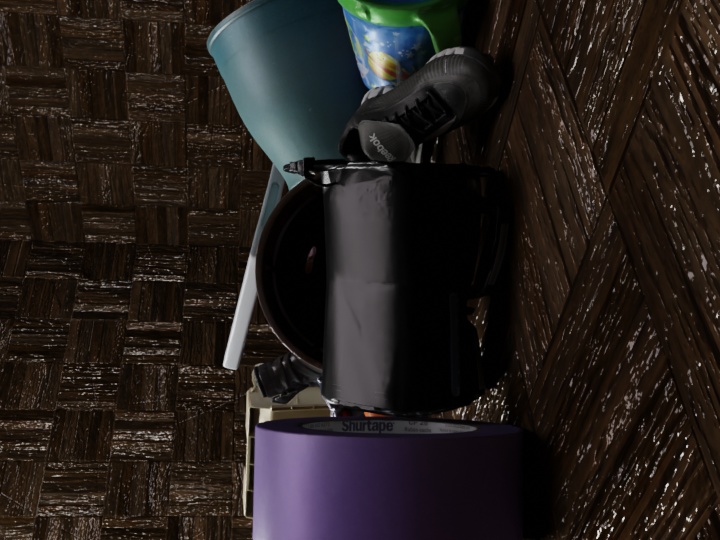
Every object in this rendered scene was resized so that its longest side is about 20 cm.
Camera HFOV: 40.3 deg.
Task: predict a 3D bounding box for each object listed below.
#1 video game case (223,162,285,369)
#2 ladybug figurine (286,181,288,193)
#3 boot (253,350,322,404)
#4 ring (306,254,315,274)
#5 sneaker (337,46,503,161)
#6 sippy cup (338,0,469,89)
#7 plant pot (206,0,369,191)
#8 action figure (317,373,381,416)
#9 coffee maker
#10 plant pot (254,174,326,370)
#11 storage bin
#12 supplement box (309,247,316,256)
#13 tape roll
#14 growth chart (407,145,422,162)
[{"bbox_3d":[-0.129,-0.007,1.221,0.182,0.023,0.201,-82,9,-47],"label":"video game case"},{"bbox_3d":[-0.024,-0.141,1.207,0.200,0.072,0.136,-48,39,20],"label":"ladybug figurine"},{"bbox_3d":[-0.042,0.123,1.209,0.200,0.131,0.070,38,-154,-56],"label":"boot"},{"bbox_3d":[-0.025,-0.053,1.176,0.019,0.200,0.201,59,161,18],"label":"ring"},{"bbox_3d":[0.045,-0.131,0.855,0.091,0.067,0.200,-51,21,-26],"label":"sneaker"},{"bbox_3d":[0.044,-0.237,0.942,0.131,0.139,0.179,83,-163,-50],"label":"sippy cup"},{"bbox_3d":[-0.043,-0.190,1.076,0.200,0.199,0.189,141,109,-80],"label":"plant pot"},{"bbox_3d":[0.041,0.180,1.085,0.201,0.104,0.193,58,171,3],"label":"action figure"},{"bbox_3d":[0.019,0.013,0.802,0.135,0.191,0.201,-173,83,-66],"label":"coffee maker"},{"bbox_3d":[0.000,0.000,1.014,0.198,0.199,0.202,90,-179,-90],"label":"plant pot"},{"bbox_3d":[-0.057,0.231,1.315,0.094,0.197,0.201,-108,21,-58],"label":"storage bin"},{"bbox_3d":[-0.020,-0.022,1.429,0.200,0.108,0.061,-123,37,-79],"label":"supplement box"},{"bbox_3d":[0.020,0.156,0.723,0.200,0.199,0.086,145,126,-81],"label":"tape roll"},{"bbox_3d":[0.070,-0.192,1.121,0.145,0.018,0.201,-96,11,-50],"label":"growth chart"}]
